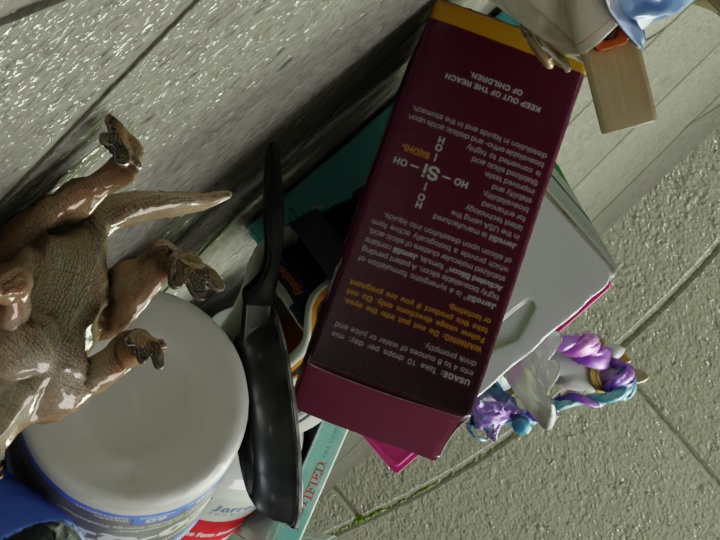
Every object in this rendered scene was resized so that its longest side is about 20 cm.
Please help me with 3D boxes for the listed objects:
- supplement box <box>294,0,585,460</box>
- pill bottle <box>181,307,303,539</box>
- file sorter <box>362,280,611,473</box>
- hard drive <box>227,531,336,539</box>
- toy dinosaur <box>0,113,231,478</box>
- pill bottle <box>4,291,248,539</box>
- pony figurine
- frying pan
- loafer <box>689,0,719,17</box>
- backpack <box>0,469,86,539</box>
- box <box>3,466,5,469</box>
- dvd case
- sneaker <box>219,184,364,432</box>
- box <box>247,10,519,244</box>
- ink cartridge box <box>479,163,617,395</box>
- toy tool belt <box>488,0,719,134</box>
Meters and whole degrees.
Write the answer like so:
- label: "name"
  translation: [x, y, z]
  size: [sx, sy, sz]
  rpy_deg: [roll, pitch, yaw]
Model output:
- label: "supplement box"
  translation: [0.038, -0.019, 1.429]
  size: [0.110, 0.085, 0.201]
  rpy_deg: [115, -5, -74]
- label: "pill bottle"
  translation: [-0.105, 0.108, 1.722]
  size: [0.112, 0.112, 0.200]
  rpy_deg: [-34, 171, -45]
- label: "file sorter"
  translation: [0.063, 0.018, 1.999]
  size: [0.200, 0.139, 0.125]
  rpy_deg: [-42, 177, 12]
- label: "hard drive"
  translation: [-0.127, 0.183, 1.878]
  size: [0.132, 0.199, 0.026]
  rpy_deg: [-12, 107, -77]
- label: "toy dinosaur"
  translation: [-0.134, 0.021, 1.117]
  size: [0.135, 0.086, 0.200]
  rpy_deg: [-32, -162, 45]
- label: "pill bottle"
  translation: [-0.124, 0.088, 1.457]
  size: [0.114, 0.114, 0.200]
  rpy_deg: [-39, 173, -18]
- label: "pony figurine"
  translation: [0.083, 0.040, 1.848]
  size: [0.199, 0.167, 0.193]
  rpy_deg: [-1, 153, 9]
- label: "frying pan"
  translation: [-0.046, 0.045, 1.415]
  size: [0.031, 0.115, 0.190]
  rpy_deg: [-7, 129, -9]
- label: "loafer"
  translation: [0.185, -0.163, 1.452]
  size: [0.076, 0.068, 0.200]
  rpy_deg: [-41, -154, -2]
- label: "backpack"
  translation: [-0.215, 0.188, 1.407]
  size: [0.162, 0.168, 0.200]
  rpy_deg: [-39, 140, -27]
- label: "box"
  translation: [-0.156, 0.202, 1.652]
  size: [0.100, 0.200, 0.075]
  rpy_deg: [-34, 171, -47]
- label: "dvd case"
  translation: [-0.052, 0.099, 1.797]
  size: [0.146, 0.022, 0.200]
  rpy_deg: [-66, -162, -2]
- label: "sneaker"
  translation: [0.000, 0.000, 1.513]
  size: [0.200, 0.078, 0.079]
  rpy_deg: [-47, 136, 6]
- label: "box"
  translation: [0.029, -0.066, 1.598]
  size: [0.200, 0.049, 0.082]
  rpy_deg: [-41, 174, -2]
- label: "ink cartridge box"
  translation: [0.058, -0.012, 1.678]
  size: [0.147, 0.083, 0.200]
  rpy_deg: [-41, -162, 7]
- label: "toy tool belt"
  translation: [0.155, -0.165, 1.328]
  size: [0.200, 0.123, 0.125]
  rpy_deg: [-40, 174, -7]
